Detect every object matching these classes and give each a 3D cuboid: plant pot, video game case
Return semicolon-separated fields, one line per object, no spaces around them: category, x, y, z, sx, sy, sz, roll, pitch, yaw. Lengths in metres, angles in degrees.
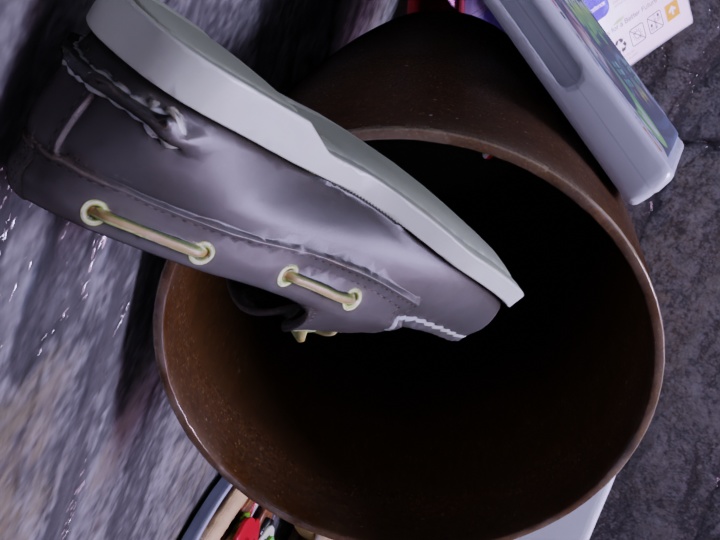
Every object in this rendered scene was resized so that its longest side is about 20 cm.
plant pot;0.027;-0.023;0.703;0.201;0.185;0.188;-78;-175;-56
video game case;0.071;-0.113;0.701;0.023;0.182;0.200;-35;179;13

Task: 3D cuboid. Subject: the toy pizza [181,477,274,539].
toy pizza;-0.089;0.199;0.964;0.200;0.031;0.202;23;90;-82

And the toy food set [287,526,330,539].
toy food set;-0.018;0.177;1.307;0.200;0.048;0.199;-50;161;-65

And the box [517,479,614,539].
box;0.055;0.116;1.087;0.152;0.199;0.107;-15;127;-81

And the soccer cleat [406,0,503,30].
soccer cleat;0.069;-0.168;0.888;0.076;0.066;0.202;14;99;-48

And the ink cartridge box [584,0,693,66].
ink cartridge box;0.101;-0.185;0.844;0.094;0.037;0.201;-35;128;-18

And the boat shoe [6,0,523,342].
boat shoe;-0.022;-0.016;0.510;0.061;0.072;0.201;-52;140;6

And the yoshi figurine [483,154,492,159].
yoshi figurine;0.076;-0.052;1.043;0.112;0.111;0.202;23;67;-51
